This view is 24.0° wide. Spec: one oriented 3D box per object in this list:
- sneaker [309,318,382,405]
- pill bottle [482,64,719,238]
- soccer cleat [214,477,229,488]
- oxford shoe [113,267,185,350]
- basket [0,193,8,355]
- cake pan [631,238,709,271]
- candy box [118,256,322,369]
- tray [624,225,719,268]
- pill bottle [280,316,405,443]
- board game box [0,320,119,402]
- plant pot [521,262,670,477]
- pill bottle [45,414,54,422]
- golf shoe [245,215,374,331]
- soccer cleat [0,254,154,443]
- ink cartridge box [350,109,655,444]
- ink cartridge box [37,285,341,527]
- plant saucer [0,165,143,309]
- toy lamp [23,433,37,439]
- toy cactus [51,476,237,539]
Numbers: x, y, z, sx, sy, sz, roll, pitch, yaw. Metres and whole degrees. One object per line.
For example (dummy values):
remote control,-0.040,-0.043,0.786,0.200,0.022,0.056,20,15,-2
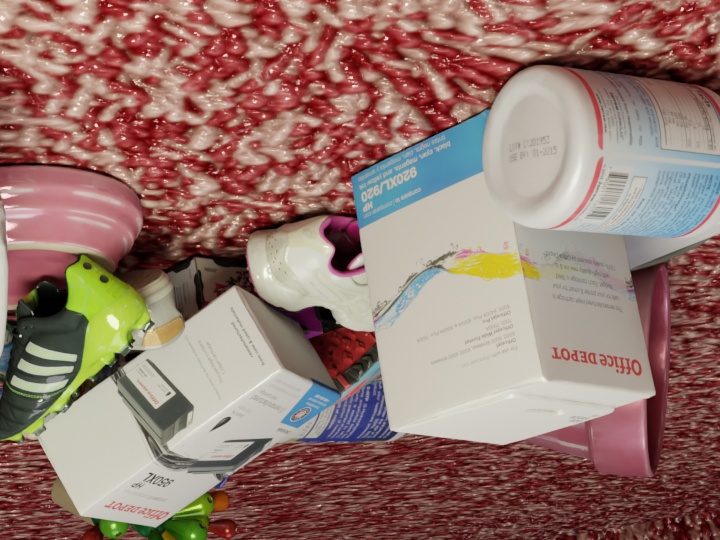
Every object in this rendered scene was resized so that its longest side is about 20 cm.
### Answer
sneaker,0.016,0.081,1.495,0.199,0.079,0.096,-31,138,-1
pill bottle,0.190,-0.078,1.160,0.199,0.110,0.109,3,159,-34
soccer cleat,-0.160,0.158,1.540,0.064,0.084,0.200,15,172,24
oxford shoe,-0.194,0.034,1.317,0.075,0.058,0.200,-32,-164,-26
basket,-0.283,-0.031,1.021,0.134,0.124,0.200,-1,158,-14
cake pan,0.200,-0.038,1.409,0.199,0.037,0.200,-8,162,-3
candy box,-0.149,0.052,1.476,0.136,0.061,0.199,8,155,-44
tray,0.212,-0.028,1.345,0.107,0.022,0.199,9,156,-43
pill bottle,-0.006,0.104,1.614,0.199,0.121,0.120,4,159,-34
board game box,-0.307,0.067,1.363,0.198,0.062,0.200,2,162,17
plant pot,0.190,0.086,1.572,0.178,0.202,0.200,2,166,17
pill bottle,-0.202,0.146,1.655,0.114,0.115,0.199,-23,158,37
golf shoe,0.000,0.000,1.373,0.091,0.076,0.199,-26,157,35
soccer cleat,-0.227,0.058,1.241,0.200,0.081,0.068,-41,-173,39
ink cartridge box,0.103,0.012,1.242,0.144,0.202,0.147,-23,158,37
ink cartridge box,-0.134,0.114,1.348,0.199,0.085,0.145,-35,159,8
plant saucer,-0.256,-0.016,1.226,0.199,0.051,0.201,-8,162,-3
toy lamp,-0.309,0.166,1.761,0.199,0.059,0.058,1,160,-32
toy cactus,-0.216,0.237,1.597,0.164,0.103,0.200,15,-171,22
